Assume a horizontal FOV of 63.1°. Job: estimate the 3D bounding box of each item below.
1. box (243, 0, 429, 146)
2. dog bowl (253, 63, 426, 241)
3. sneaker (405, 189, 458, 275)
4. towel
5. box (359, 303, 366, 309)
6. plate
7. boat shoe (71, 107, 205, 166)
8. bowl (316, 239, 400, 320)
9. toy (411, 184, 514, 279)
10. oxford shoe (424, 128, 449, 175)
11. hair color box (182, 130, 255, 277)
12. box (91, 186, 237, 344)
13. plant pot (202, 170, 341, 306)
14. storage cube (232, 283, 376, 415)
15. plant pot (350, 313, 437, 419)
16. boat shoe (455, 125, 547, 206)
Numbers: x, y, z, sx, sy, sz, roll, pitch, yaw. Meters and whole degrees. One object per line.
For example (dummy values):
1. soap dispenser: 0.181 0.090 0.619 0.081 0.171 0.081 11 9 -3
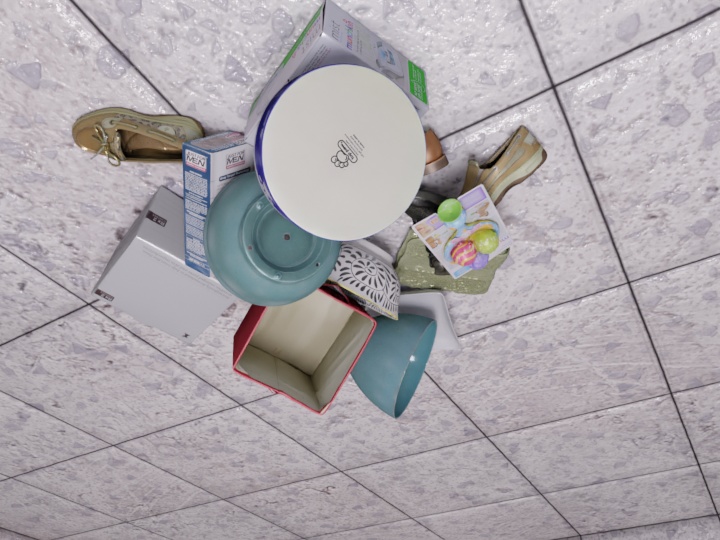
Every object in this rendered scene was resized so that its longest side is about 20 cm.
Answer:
1. box: -0.036 -0.225 0.809 0.175 0.097 0.200 26 133 -26
2. dog bowl: -0.025 -0.139 0.699 0.198 0.079 0.202 -3 102 -14
3. sneaker: 0.125 -0.061 0.977 0.198 0.115 0.076 26 172 -27
4. towel: 0.164 -0.011 1.096 0.198 0.037 0.149 8 139 -8
5. box: -0.093 0.054 1.113 0.198 0.051 0.075 21 178 -13
6. plate: 0.094 0.098 1.206 0.198 0.033 0.200 -3 141 22
7. boat shoe: -0.336 -0.195 0.875 0.198 0.063 0.074 -1 140 2
8. bowl: 0.000 0.000 1.042 0.199 0.095 0.201 29 175 3
9. toy: 0.167 -0.039 0.882 0.115 0.047 0.200 -31 144 13
10. oxford shoe: 0.034 -0.166 0.915 0.198 0.071 0.072 -18 108 20
11. hair color box: -0.215 -0.102 0.900 0.060 0.100 0.202 23 122 24
12. box: -0.325 -0.002 1.032 0.198 0.132 0.200 33 130 -25
13. plant pot: -0.110 -0.046 0.804 0.199 0.202 0.134 18 176 -18
14. storage cube: -0.100 0.101 0.987 0.170 0.180 0.201 30 91 -15
15. plant pot: 0.049 0.164 1.138 0.134 0.201 0.201 22 143 18
16. boat shoe: 0.187 -0.140 0.904 0.200 0.072 0.076 -43 107 4
